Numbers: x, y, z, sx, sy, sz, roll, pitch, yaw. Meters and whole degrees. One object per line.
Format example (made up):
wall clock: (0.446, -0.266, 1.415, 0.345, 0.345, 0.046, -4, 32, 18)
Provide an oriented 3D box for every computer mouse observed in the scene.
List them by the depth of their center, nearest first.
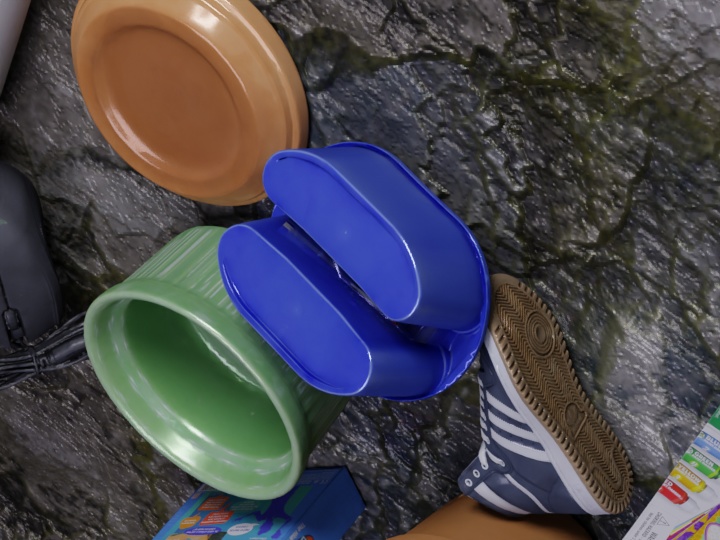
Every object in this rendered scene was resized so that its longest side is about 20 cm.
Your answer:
computer mouse: (-0.270, 0.008, 1.947, 0.138, 0.053, 0.201, -18, 121, -3)

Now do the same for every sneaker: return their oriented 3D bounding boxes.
sneaker: (0.102, 0.095, 1.774, 0.108, 0.070, 0.201, -11, 119, 41)

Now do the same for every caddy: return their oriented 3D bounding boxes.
caddy: (0.000, 0.000, 1.725, 0.200, 0.105, 0.142, 45, 114, 27)

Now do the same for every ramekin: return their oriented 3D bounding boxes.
ramekin: (-0.098, 0.063, 1.863, 0.199, 0.098, 0.201, 28, 145, 22)

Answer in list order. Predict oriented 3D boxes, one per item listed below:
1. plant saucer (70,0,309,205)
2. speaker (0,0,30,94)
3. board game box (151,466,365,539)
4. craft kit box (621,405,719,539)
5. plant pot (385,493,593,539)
plant saucer: (-0.129, -0.127, 1.794, 0.199, 0.037, 0.201, 21, 133, 24)
speaker: (-0.287, -0.180, 1.843, 0.081, 0.081, 0.200, 37, 139, 7)
board game box: (-0.109, 0.231, 1.952, 0.152, 0.200, 0.045, -6, 119, 42)
craft kit box: (0.284, 0.177, 1.602, 0.197, 0.200, 0.049, 29, 135, 15)
plant pot: (0.092, 0.253, 1.858, 0.199, 0.140, 0.201, 20, 133, 23)
